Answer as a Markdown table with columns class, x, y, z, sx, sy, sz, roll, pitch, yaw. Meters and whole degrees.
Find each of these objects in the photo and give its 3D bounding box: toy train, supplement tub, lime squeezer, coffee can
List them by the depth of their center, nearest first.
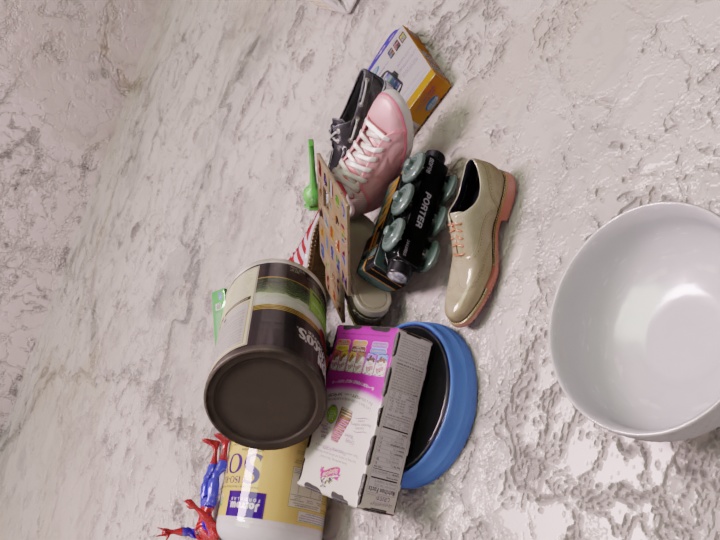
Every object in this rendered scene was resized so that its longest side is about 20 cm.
| class | x | y | z | sx | sy | sz | roll | pitch | yaw |
| --- | --- | --- | --- | --- | --- | --- | --- | --- | --- |
| coffee can | -0.113 | 0.099 | 0.930 | 0.147 | 0.145 | 0.202 | -50 | 21 | 24 |
| supplement tub | -0.112 | 0.291 | 0.978 | 0.144 | 0.143 | 0.205 | -20 | 55 | 48 |
| toy train | 0.061 | -0.067 | 0.985 | 0.113 | 0.084 | 0.204 | -29 | 38 | 56 |
| lime squeezer | -0.079 | -0.128 | 1.195 | 0.201 | 0.037 | 0.072 | 91 | 161 | -70 |

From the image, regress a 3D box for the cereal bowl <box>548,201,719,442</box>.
| class | x | y | z | sx | sy | sz | roll | pitch | yaw |
| --- | --- | --- | --- | --- | --- | --- | --- | --- | --- |
| cereal bowl | 0.263 | 0.050 | 0.632 | 0.199 | 0.082 | 0.204 | -33 | 45 | 41 |

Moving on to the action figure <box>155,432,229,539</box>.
| class | x | y | z | sx | sy | sz | roll | pitch | yaw |
| --- | --- | --- | --- | --- | --- | --- | --- | --- | --- |
| action figure | -0.273 | 0.372 | 1.214 | 0.065 | 0.097 | 0.205 | -31 | 50 | 43 |

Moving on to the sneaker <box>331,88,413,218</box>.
| class | x | y | z | sx | sy | sz | roll | pitch | yaw |
| --- | --- | --- | --- | --- | --- | --- | --- | --- | --- |
| sneaker | 0.008 | -0.152 | 1.035 | 0.075 | 0.103 | 0.203 | 45 | 144 | 24 |

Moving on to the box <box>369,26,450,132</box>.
| class | x | y | z | sx | sy | sz | roll | pitch | yaw |
| --- | --- | --- | --- | --- | --- | --- | --- | --- | --- |
| box | 0.065 | -0.300 | 1.168 | 0.120 | 0.041 | 0.202 | -50 | 34 | 26 |

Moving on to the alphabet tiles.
| class | x | y | z | sx | sy | sz | roll | pitch | yaw |
| --- | --- | --- | --- | --- | --- | --- | --- | --- | --- |
| alphabet tiles | -0.037 | -0.038 | 1.032 | 0.168 | 0.007 | 0.204 | -118 | 23 | -55 |

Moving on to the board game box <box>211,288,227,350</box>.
| class | x | y | z | sx | sy | sz | roll | pitch | yaw |
| --- | --- | --- | --- | --- | --- | --- | --- | --- | --- |
| board game box | -0.165 | 0.139 | 1.115 | 0.029 | 0.134 | 0.205 | -17 | 70 | 29 |

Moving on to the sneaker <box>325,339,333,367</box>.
| class | x | y | z | sx | sy | sz | roll | pitch | yaw |
| --- | --- | --- | --- | --- | --- | --- | --- | --- | --- |
| sneaker | -0.078 | 0.136 | 1.088 | 0.199 | 0.070 | 0.100 | 29 | 93 | 56 |

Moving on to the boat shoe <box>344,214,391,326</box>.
| class | x | y | z | sx | sy | sz | roll | pitch | yaw |
| --- | --- | --- | --- | --- | --- | --- | --- | --- | --- |
| boat shoe | 0.000 | 0.000 | 1.059 | 0.060 | 0.070 | 0.203 | 105 | 159 | -45 |

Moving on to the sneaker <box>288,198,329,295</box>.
| class | x | y | z | sx | sy | sz | roll | pitch | yaw |
| --- | --- | --- | --- | --- | --- | --- | --- | --- | --- |
| sneaker | -0.086 | -0.024 | 1.195 | 0.111 | 0.070 | 0.205 | 13 | 84 | 53 |

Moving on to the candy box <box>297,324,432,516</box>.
| class | x | y | z | sx | sy | sz | roll | pitch | yaw |
| --- | --- | --- | --- | --- | --- | --- | --- | --- | --- |
| candy box | 0.004 | 0.173 | 0.883 | 0.135 | 0.060 | 0.205 | -3 | 68 | 56 |

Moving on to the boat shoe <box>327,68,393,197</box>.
| class | x | y | z | sx | sy | sz | roll | pitch | yaw |
| --- | --- | --- | --- | --- | --- | --- | --- | --- | --- |
| boat shoe | -0.019 | -0.210 | 1.134 | 0.204 | 0.067 | 0.072 | -64 | 30 | 3 |

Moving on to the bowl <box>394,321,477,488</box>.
| class | x | y | z | sx | sy | sz | roll | pitch | yaw |
| --- | --- | --- | --- | --- | --- | --- | --- | --- | --- |
| bowl | 0.059 | 0.160 | 0.904 | 0.199 | 0.039 | 0.205 | -32 | 47 | 42 |

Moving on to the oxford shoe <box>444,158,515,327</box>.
| class | x | y | z | sx | sy | sz | roll | pitch | yaw |
| --- | --- | --- | --- | --- | --- | --- | --- | --- | --- |
| oxford shoe | 0.126 | -0.035 | 0.888 | 0.070 | 0.073 | 0.205 | -4 | 68 | 54 |

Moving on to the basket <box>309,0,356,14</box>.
| class | x | y | z | sx | sy | sz | roll | pitch | yaw |
| --- | --- | --- | --- | --- | --- | --- | --- | --- | --- |
| basket | -0.078 | -0.640 | 1.437 | 0.201 | 0.197 | 0.161 | -61 | 28 | 8 |
